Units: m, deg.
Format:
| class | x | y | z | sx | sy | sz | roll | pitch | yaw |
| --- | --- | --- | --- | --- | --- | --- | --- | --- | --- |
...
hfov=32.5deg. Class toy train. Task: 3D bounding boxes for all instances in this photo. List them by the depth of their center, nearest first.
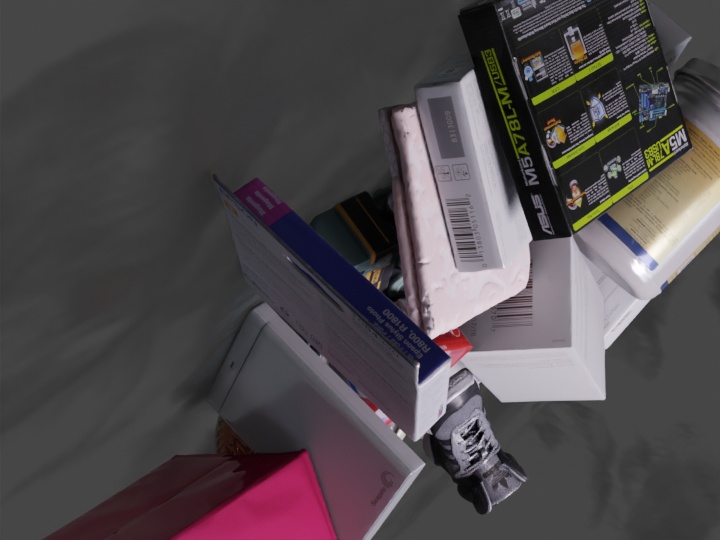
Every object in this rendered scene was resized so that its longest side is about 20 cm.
| class | x | y | z | sx | sy | sz | roll | pitch | yaw |
| --- | --- | --- | --- | --- | --- | --- | --- | --- | --- |
| toy train | 0.000 | 0.000 | 1.099 | 0.114 | 0.085 | 0.200 | -25 | 158 | -22 |

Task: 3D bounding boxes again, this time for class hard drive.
| class | x | y | z | sx | sy | sz | roll | pitch | yaw |
| --- | --- | --- | --- | --- | --- | --- | --- | --- | --- |
| hard drive | -0.046 | 0.141 | 1.091 | 0.027 | 0.200 | 0.132 | -28 | 156 | -46 |

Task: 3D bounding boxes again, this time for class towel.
| class | x | y | z | sx | sy | sz | roll | pitch | yaw |
| --- | --- | --- | --- | --- | --- | --- | --- | --- | --- |
| towel | 0.084 | -0.055 | 1.045 | 0.032 | 0.192 | 0.200 | -3 | -170 | 33 |

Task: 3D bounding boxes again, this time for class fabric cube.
| class | x | y | z | sx | sy | sz | roll | pitch | yaw |
| --- | --- | --- | --- | --- | --- | --- | --- | --- | --- |
| fabric cube | -0.143 | 0.289 | 1.086 | 0.200 | 0.197 | 0.199 | -11 | -169 | 44 |

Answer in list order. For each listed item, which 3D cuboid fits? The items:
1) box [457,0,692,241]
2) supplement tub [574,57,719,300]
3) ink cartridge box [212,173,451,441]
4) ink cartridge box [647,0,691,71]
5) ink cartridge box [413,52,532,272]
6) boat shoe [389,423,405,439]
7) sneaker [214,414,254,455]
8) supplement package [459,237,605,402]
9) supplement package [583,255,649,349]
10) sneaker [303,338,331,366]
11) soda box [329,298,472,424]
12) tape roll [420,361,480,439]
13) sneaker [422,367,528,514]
| class | x | y | z | sx | sy | sz | roll | pitch | yaw |
| --- | --- | --- | --- | --- | --- | --- | --- | --- | --- |
| box | 0.181 | -0.151 | 1.007 | 0.047 | 0.194 | 0.200 | -3 | -157 | 47 |
| supplement tub | 0.288 | -0.087 | 1.171 | 0.200 | 0.144 | 0.144 | -46 | 163 | 3 |
| ink cartridge box | -0.016 | 0.023 | 0.896 | 0.043 | 0.196 | 0.200 | -43 | 164 | -15 |
| ink cartridge box | 0.221 | -0.163 | 1.233 | 0.144 | 0.084 | 0.200 | -34 | 159 | -36 |
| ink cartridge box | 0.122 | -0.112 | 1.040 | 0.200 | 0.047 | 0.161 | -43 | 123 | -52 |
| boat shoe | 0.037 | 0.076 | 1.205 | 0.060 | 0.072 | 0.202 | 17 | 95 | -38 |
| sneaker | -0.092 | 0.196 | 1.228 | 0.080 | 0.071 | 0.201 | -21 | 119 | -45 |
| supplement package | 0.172 | 0.053 | 1.231 | 0.117 | 0.117 | 0.200 | -5 | 159 | 19 |
| supplement package | 0.226 | -0.013 | 1.390 | 0.114 | 0.200 | 0.109 | -52 | 163 | 17 |
| sneaker | 0.013 | 0.070 | 1.270 | 0.200 | 0.085 | 0.077 | -27 | 155 | -46 |
| soda box | 0.005 | 0.110 | 1.134 | 0.200 | 0.063 | 0.070 | -46 | 159 | 25 |
| tape roll | 0.098 | 0.092 | 1.429 | 0.203 | 0.071 | 0.202 | -57 | -176 | 6 |
| sneaker | 0.119 | 0.178 | 1.261 | 0.075 | 0.114 | 0.200 | -36 | 156 | -13 |
